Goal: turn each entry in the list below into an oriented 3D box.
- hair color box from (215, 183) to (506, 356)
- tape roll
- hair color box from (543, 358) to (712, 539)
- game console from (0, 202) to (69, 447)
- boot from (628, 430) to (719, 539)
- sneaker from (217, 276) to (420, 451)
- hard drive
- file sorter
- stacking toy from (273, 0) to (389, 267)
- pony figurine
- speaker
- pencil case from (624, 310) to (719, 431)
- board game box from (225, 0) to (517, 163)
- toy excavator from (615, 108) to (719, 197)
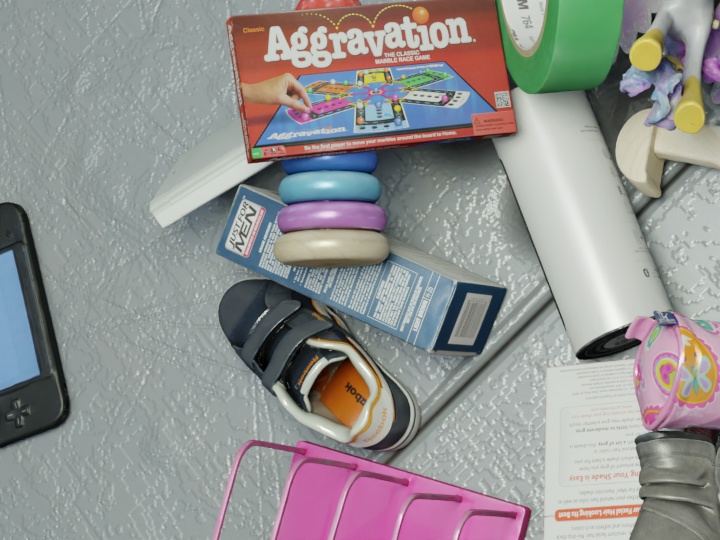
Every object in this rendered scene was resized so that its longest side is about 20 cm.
[{"bbox_3d":[0.000,0.000,1.619,0.199,0.100,0.061,25,97,26],"label":"hair color box"},{"bbox_3d":[0.132,-0.224,1.466,0.048,0.200,0.202,-6,78,-10],"label":"tape roll"},{"bbox_3d":[0.191,0.168,1.509,0.110,0.064,0.201,-7,70,30],"label":"hair color box"},{"bbox_3d":[-0.358,0.053,1.769,0.170,0.118,0.201,-21,75,21],"label":"game console"},{"bbox_3d":[0.272,0.185,1.430,0.199,0.070,0.132,21,65,-14],"label":"boot"},{"bbox_3d":[-0.044,0.065,1.645,0.200,0.079,0.079,35,99,26],"label":"sneaker"},{"bbox_3d":[-0.067,-0.111,1.654,0.199,0.132,0.026,-31,105,18],"label":"hard drive"},{"bbox_3d":[0.000,0.216,1.577,0.199,0.125,0.140,14,89,26],"label":"file sorter"},{"bbox_3d":[-0.023,-0.105,1.536,0.085,0.085,0.202,-4,84,24],"label":"stacking toy"},{"bbox_3d":[0.230,-0.184,1.468,0.165,0.200,0.194,18,128,2],"label":"pony figurine"},{"bbox_3d":[0.160,-0.042,1.562,0.081,0.081,0.201,-26,74,20],"label":"speaker"},{"bbox_3d":[0.280,0.074,1.434,0.199,0.087,0.088,7,85,-14],"label":"pencil case"},{"bbox_3d":[0.009,-0.137,1.502,0.199,0.019,0.104,-7,82,-18],"label":"board game box"},{"bbox_3d":[0.293,-0.046,1.505,0.193,0.100,0.201,-22,62,19],"label":"toy excavator"}]
